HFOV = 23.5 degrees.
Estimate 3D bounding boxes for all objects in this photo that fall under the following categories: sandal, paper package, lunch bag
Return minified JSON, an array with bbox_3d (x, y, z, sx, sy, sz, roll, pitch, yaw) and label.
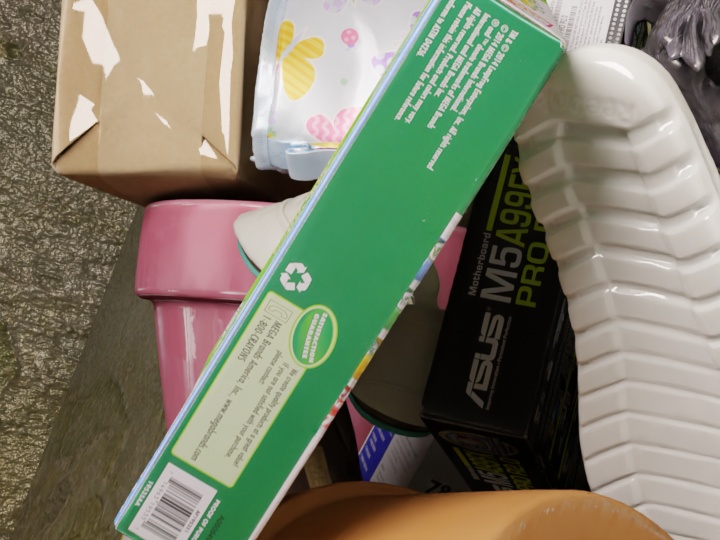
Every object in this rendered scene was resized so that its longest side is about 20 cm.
[{"bbox_3d":[0.110,0.018,0.577,0.082,0.203,0.050,-4,21,33],"label":"sandal"},{"bbox_3d":[-0.088,-0.129,0.981,0.200,0.103,0.191,20,-108,-77],"label":"paper package"},{"bbox_3d":[0.037,-0.115,0.922,0.127,0.169,0.200,84,-170,-45],"label":"lunch bag"}]

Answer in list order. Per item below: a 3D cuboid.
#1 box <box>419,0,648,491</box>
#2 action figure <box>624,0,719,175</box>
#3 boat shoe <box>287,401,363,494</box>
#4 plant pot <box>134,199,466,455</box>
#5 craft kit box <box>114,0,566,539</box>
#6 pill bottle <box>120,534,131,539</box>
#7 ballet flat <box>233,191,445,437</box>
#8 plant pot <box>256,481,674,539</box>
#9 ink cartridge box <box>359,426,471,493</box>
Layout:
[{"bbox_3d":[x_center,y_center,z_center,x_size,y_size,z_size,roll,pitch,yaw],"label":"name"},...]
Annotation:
[{"bbox_3d":[0.082,-0.008,0.733,0.160,0.044,0.200,58,-134,-69],"label":"box"},{"bbox_3d":[0.139,-0.048,0.618,0.119,0.102,0.200,-73,-9,-52],"label":"action figure"},{"bbox_3d":[-0.024,0.132,0.755,0.075,0.075,0.202,124,143,-58],"label":"boat shoe"},{"bbox_3d":[-0.030,0.060,0.960,0.200,0.200,0.179,172,102,-74],"label":"plant pot"},{"bbox_3d":[-0.002,-0.014,0.599,0.200,0.048,0.198,-58,6,14],"label":"craft kit box"},{"bbox_3d":[-0.126,0.248,1.162,0.113,0.113,0.200,155,135,-70],"label":"pill bottle"},{"bbox_3d":[0.000,0.000,0.775,0.069,0.069,0.200,-65,30,16],"label":"ballet flat"},{"bbox_3d":[0.035,0.155,0.569,0.140,0.200,0.200,-30,38,43],"label":"plant pot"},{"bbox_3d":[0.011,0.128,0.842,0.200,0.039,0.099,-63,13,11],"label":"ink cartridge box"}]
